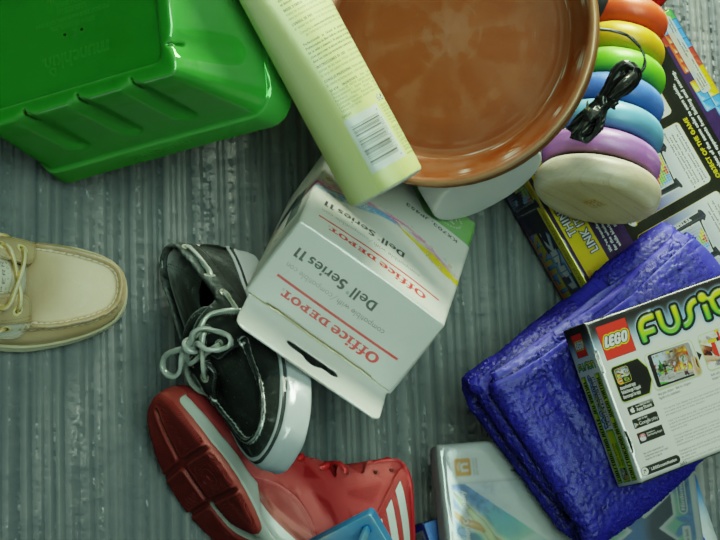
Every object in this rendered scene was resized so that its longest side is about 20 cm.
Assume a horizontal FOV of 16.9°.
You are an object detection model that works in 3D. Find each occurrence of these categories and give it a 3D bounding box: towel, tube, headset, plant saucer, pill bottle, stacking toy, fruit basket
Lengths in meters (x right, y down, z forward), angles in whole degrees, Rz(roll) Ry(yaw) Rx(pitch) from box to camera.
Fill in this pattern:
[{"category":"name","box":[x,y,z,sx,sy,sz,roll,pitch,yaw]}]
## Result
[{"category":"towel","box":[0.181,0.073,1.600,0.200,0.050,0.148,-36,86,-22]},{"category":"tube","box":[-0.030,-0.138,1.486,0.052,0.058,0.200,-29,96,0]},{"category":"headset","box":[0.111,-0.177,1.597,0.123,0.094,0.200,3,37,-53]},{"category":"plant saucer","box":[0.053,-0.151,1.533,0.200,0.032,0.200,-1,86,14]},{"category":"pill bottle","box":[0.038,-0.138,1.612,0.111,0.111,0.200,-21,70,-20]},{"category":"stacking toy","box":[0.173,-0.137,1.638,0.085,0.085,0.200,16,70,-13]},{"category":"fruit basket","box":[-0.124,-0.148,1.571,0.215,0.216,0.156,-3,79,-17]}]

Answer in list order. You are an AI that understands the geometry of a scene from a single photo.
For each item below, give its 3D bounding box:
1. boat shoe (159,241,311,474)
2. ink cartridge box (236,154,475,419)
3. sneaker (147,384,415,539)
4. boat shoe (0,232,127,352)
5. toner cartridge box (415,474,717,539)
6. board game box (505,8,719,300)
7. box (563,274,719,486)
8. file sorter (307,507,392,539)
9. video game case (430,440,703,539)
[{"category":"boat shoe","box":[-0.085,0.049,1.528,0.068,0.074,0.199,16,36,-29]},{"category":"ink cartridge box","box":[0.000,0.000,1.554,0.117,0.067,0.200,35,26,-7]},{"category":"sneaker","box":[-0.044,0.137,1.584,0.116,0.078,0.200,-40,96,-34]},{"category":"boat shoe","box":[-0.243,0.011,1.540,0.200,0.069,0.074,0,78,-17]},{"category":"toner cartridge box","box":[0.139,0.188,1.631,0.200,0.043,0.095,-16,84,-20]},{"category":"board game box","box":[0.194,-0.058,1.694,0.165,0.057,0.200,-28,87,-18]},{"category":"box","box":[0.242,0.058,1.584,0.200,0.035,0.110,-18,86,-22]},{"category":"file sorter","box":[-0.010,0.279,1.481,0.139,0.123,0.200,-28,99,14]},{"category":"video game case","box":[0.144,0.208,1.593,0.182,0.022,0.200,-3,79,-17]}]
